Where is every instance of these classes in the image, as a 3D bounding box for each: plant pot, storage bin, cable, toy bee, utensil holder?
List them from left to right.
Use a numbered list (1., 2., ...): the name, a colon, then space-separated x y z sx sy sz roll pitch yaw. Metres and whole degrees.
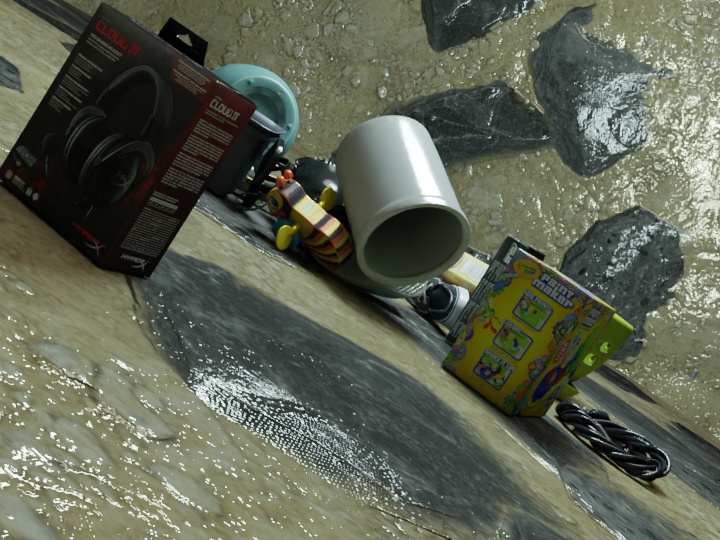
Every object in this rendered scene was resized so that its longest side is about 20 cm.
1. storage bin: -0.239 -0.216 1.657 0.199 0.135 0.146 34 11 1
2. plant pot: -0.193 -0.266 1.841 0.199 0.201 0.188 31 -3 -17
3. toy bee: -0.099 -0.084 1.526 0.199 0.109 0.131 16 50 4
4. utensil holder: 0.055 -0.107 1.566 0.170 0.170 0.201 27 34 -41
5. plant pot: 0.339 0.105 1.903 0.198 0.182 0.200 32 6 -12
6. cable: 0.389 0.256 1.622 0.163 0.051 0.200 30 8 -26

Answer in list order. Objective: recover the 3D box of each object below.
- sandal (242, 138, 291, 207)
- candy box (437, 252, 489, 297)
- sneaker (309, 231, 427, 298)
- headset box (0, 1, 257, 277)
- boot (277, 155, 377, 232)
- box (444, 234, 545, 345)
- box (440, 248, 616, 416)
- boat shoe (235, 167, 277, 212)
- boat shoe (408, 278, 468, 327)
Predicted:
1. sandal: -0.137 -0.147 1.634 0.048 0.076 0.200 26 -19 -9
2. candy box: 0.154 0.006 1.897 0.199 0.057 0.117 29 -29 23
3. sneaker: 0.000 0.000 1.631 0.199 0.074 0.082 26 -21 -18
4. headset box: -0.197 -0.120 0.910 0.149 0.201 0.077 37 7 23
5. boot: -0.039 -0.104 1.708 0.197 0.074 0.163 14 38 -2
6. box: 0.226 0.042 1.743 0.047 0.201 0.193 33 6 15
7. box: 0.240 0.092 1.483 0.122 0.193 0.200 36 8 24
8. boat shoe: -0.200 -0.160 1.774 0.201 0.060 0.072 28 8 -38
9. boat shoe: 0.123 0.044 1.796 0.068 0.072 0.200 25 3 -17
